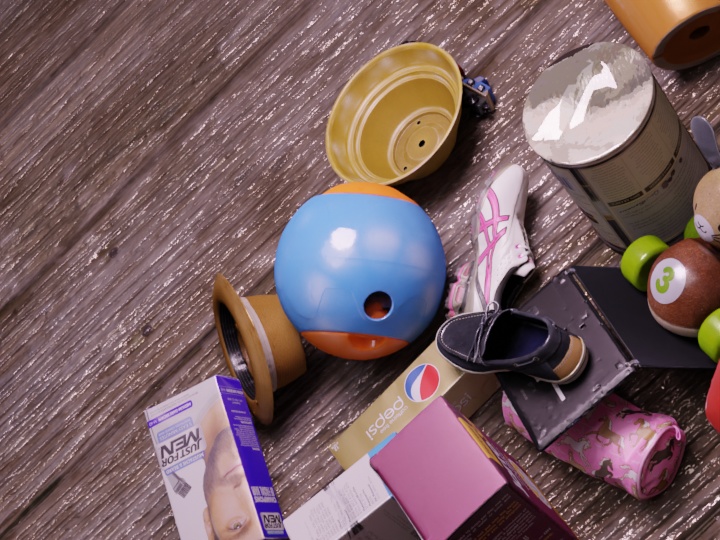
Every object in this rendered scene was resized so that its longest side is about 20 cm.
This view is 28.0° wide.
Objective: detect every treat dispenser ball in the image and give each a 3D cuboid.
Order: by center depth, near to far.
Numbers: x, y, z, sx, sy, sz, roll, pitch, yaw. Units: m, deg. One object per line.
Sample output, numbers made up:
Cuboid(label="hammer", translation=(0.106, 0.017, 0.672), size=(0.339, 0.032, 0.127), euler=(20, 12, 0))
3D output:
Cuboid(label="treat dispenser ball", translation=(0.000, 0.000, 1.653), size=(0.199, 0.201, 0.203), euler=(-17, 55, 25))

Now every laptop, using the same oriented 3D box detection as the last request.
Cuboid(label="laptop", translation=(0.250, 0.087, 1.484), size=(0.200, 0.103, 0.178), euler=(-42, 36, 11))

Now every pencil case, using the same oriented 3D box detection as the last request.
Cuboid(label="pencil case", translation=(0.238, 0.158, 1.477), size=(0.082, 0.088, 0.199), euler=(-21, 34, -37))

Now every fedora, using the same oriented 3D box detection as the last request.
Cuboid(label="fedora", translation=(-0.115, 0.086, 1.729), size=(0.081, 0.202, 0.201), euler=(-17, 46, -16))

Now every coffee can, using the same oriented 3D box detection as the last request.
Cuboid(label="coffee can", translation=(0.278, -0.126, 1.538), size=(0.145, 0.200, 0.148), euler=(-16, 55, 25))

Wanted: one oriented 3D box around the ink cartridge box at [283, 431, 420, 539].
Cuboid(label="ink cartridge box", translation=(0.000, 0.276, 1.545), size=(0.199, 0.116, 0.068), euler=(-39, 47, 8))

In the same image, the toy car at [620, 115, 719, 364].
Cuboid(label="toy car", translation=(0.354, -0.044, 1.416), size=(0.156, 0.202, 0.165), euler=(-23, 41, -15))

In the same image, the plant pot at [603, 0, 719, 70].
Cuboid(label="plant pot", translation=(0.353, -0.339, 1.635), size=(0.198, 0.200, 0.185), euler=(-27, 66, 18))

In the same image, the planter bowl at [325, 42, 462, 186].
Cuboid(label="planter bowl", translation=(0.059, -0.175, 1.795), size=(0.198, 0.083, 0.203), euler=(-19, 55, 28))

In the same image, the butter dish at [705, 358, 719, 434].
Cuboid(label="butter dish", translation=(0.445, 0.102, 1.332), size=(0.200, 0.146, 0.202), euler=(41, 130, 41))

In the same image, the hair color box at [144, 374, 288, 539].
Cuboid(label="hair color box", translation=(-0.169, 0.237, 1.682), size=(0.108, 0.065, 0.202), euler=(-27, 72, 19))

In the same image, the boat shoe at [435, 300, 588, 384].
Cuboid(label="boat shoe", translation=(0.144, 0.070, 1.474), size=(0.199, 0.062, 0.075), euler=(10, 67, 52))

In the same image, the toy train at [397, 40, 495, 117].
Cuboid(label="toy train", translation=(0.108, -0.248, 1.845), size=(0.046, 0.034, 0.200), euler=(-40, 46, -11))

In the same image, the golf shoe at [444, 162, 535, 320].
Cuboid(label="golf shoe", translation=(0.167, -0.023, 1.645), size=(0.091, 0.072, 0.203), euler=(10, 79, 32))

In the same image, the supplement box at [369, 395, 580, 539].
Cuboid(label="supplement box", translation=(0.118, 0.234, 1.432), size=(0.103, 0.200, 0.131), euler=(-42, 49, 5))

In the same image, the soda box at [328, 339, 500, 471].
Cuboid(label="soda box", translation=(0.064, 0.160, 1.603), size=(0.200, 0.068, 0.064), euler=(-45, 47, 4))
